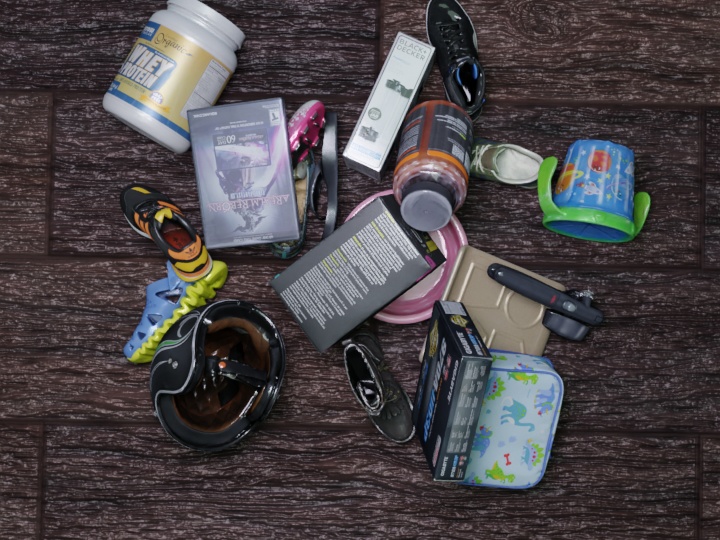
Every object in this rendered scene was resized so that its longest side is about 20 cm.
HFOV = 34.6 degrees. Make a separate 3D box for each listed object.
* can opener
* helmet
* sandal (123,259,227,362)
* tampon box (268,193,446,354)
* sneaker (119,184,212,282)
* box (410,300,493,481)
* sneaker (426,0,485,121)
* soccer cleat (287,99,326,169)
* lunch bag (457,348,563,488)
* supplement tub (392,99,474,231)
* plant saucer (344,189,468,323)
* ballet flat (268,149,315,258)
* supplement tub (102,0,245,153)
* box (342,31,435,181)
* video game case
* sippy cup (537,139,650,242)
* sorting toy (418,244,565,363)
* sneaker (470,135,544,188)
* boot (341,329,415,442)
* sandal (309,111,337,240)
[{"bbox_3d":[0.272,0.040,1.691,0.200,0.063,0.079,28,86,-25],"label":"can opener"},{"bbox_3d":[-0.210,0.151,1.662,0.200,0.191,0.200,17,54,-24],"label":"helmet"},{"bbox_3d":[-0.287,0.050,1.727,0.087,0.079,0.200,37,84,14],"label":"sandal"},{"bbox_3d":[0.000,0.000,1.628,0.200,0.150,0.126,-37,88,14],"label":"tampon box"},{"bbox_3d":[-0.288,-0.075,1.690,0.070,0.090,0.200,-35,63,-17],"label":"sneaker"},{"bbox_3d":[0.123,0.165,1.601,0.046,0.159,0.200,4,116,-13],"label":"box"},{"bbox_3d":[0.149,-0.325,1.719,0.073,0.112,0.201,-14,88,-2],"label":"sneaker"},{"bbox_3d":[-0.126,-0.166,1.671,0.086,0.070,0.200,30,96,20],"label":"soccer cleat"},{"bbox_3d":[0.206,0.217,1.685,0.160,0.082,0.201,5,110,-10],"label":"lunch bag"},{"bbox_3d":[0.101,-0.144,1.616,0.107,0.200,0.107,6,132,6],"label":"supplement tub"},{"bbox_3d":[0.062,-0.021,1.739,0.200,0.051,0.201,0,89,0],"label":"plant saucer"},{"bbox_3d":[-0.105,-0.118,1.733,0.074,0.074,0.201,0,88,0],"label":"ballet flat"},{"bbox_3d":[-0.271,-0.289,1.699,0.144,0.145,0.200,30,88,1],"label":"supplement tub"},{"bbox_3d":[0.043,-0.240,1.713,0.060,0.117,0.200,24,87,3],"label":"box"},{"bbox_3d":[-0.164,-0.136,1.638,0.142,0.019,0.201,-5,96,14],"label":"video game case"},{"bbox_3d":[0.346,-0.120,1.706,0.139,0.178,0.131,9,82,24],"label":"sippy cup"},{"bbox_3d":[0.195,0.078,1.719,0.200,0.036,0.186,22,88,-23],"label":"sorting toy"},{"bbox_3d":[0.187,-0.169,1.725,0.200,0.090,0.067,13,89,0],"label":"sneaker"},{"bbox_3d":[0.020,0.178,1.662,0.069,0.174,0.200,-26,96,5],"label":"boot"},{"bbox_3d":[-0.055,-0.138,1.735,0.043,0.076,0.201,0,77,-1],"label":"sandal"}]
